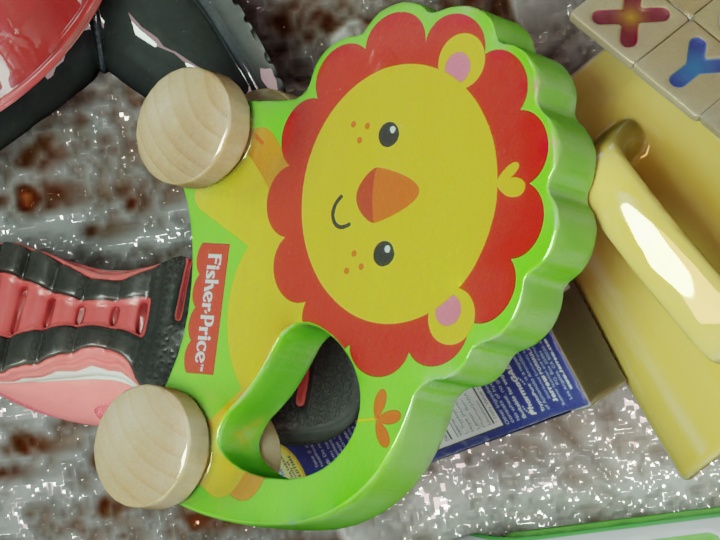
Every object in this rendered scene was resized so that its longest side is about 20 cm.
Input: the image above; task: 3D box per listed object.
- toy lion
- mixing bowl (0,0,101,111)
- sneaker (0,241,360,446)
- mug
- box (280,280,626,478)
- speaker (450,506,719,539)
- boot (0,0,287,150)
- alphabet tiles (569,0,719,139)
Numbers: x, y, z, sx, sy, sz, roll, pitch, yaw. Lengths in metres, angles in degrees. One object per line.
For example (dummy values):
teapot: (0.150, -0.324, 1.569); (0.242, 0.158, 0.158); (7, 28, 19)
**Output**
toy lion: (0.000, 0.000, 1.113); (0.191, 0.069, 0.201); (4, 84, 38)
mixing bowl: (-0.203, -0.154, 1.173); (0.199, 0.109, 0.201); (-7, 56, 11)
sneaker: (-0.088, 0.034, 1.250); (0.199, 0.087, 0.074); (11, 73, 15)
mug: (0.144, -0.026, 1.165); (0.149, 0.187, 0.153); (-36, 83, -14)
box: (0.009, 0.023, 1.226); (0.200, 0.032, 0.122); (-24, 96, 46)
speaker: (0.124, 0.142, 1.235); (0.199, 0.088, 0.089); (-8, 98, 10)
boot: (-0.141, -0.062, 1.226); (0.200, 0.066, 0.165); (-31, 80, -7)
alphabet tiles: (0.183, -0.122, 1.146); (0.200, 0.006, 0.166); (-38, 66, -25)
